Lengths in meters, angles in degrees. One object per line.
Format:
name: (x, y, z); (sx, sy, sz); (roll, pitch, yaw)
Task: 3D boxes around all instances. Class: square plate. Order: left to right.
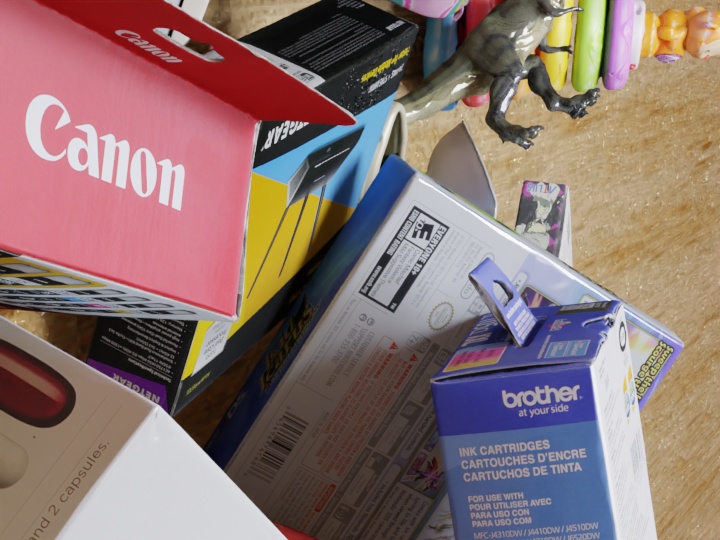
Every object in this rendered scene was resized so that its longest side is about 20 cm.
square plate: (0.043, 0.029, 0.967); (0.198, 0.028, 0.202); (-95, -167, -73)

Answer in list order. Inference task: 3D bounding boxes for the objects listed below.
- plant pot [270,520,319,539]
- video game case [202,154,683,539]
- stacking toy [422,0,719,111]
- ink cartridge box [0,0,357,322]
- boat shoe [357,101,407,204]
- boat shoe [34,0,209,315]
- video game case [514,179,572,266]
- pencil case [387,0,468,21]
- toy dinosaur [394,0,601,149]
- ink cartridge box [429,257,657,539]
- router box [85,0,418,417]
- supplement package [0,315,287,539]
plant pot: (-0.052, 0.204, 0.722); (0.200, 0.181, 0.203); (-6, 97, -62)
video game case: (0.038, 0.072, 0.846); (0.180, 0.045, 0.201); (30, 97, -23)
stacking toy: (0.142, -0.154, 1.066); (0.116, 0.198, 0.111); (70, 27, -77)
ink cartridge box: (-0.119, -0.038, 0.558); (0.200, 0.174, 0.085); (21, 73, -63)
boat shoe: (0.000, 0.000, 0.947); (0.071, 0.062, 0.202); (-33, 123, -62)
boat shoe: (-0.117, -0.079, 0.719); (0.073, 0.062, 0.201); (-32, -145, 67)
video game case: (0.119, 0.061, 1.163); (0.200, 0.035, 0.183); (70, 29, -67)
pencil case: (0.061, -0.234, 0.931); (0.088, 0.087, 0.201); (-53, 173, -50)
toy dinosaur: (0.088, -0.117, 0.983); (0.200, 0.088, 0.048); (-38, 166, -20)
ink cartridge box: (0.087, 0.094, 0.748); (0.136, 0.076, 0.202); (-34, 118, -74)
router box: (-0.046, -0.038, 0.778); (0.200, 0.051, 0.150); (-42, 155, -62)
supplement package: (-0.129, 0.138, 0.557); (0.201, 0.110, 0.156); (-55, 144, -16)
